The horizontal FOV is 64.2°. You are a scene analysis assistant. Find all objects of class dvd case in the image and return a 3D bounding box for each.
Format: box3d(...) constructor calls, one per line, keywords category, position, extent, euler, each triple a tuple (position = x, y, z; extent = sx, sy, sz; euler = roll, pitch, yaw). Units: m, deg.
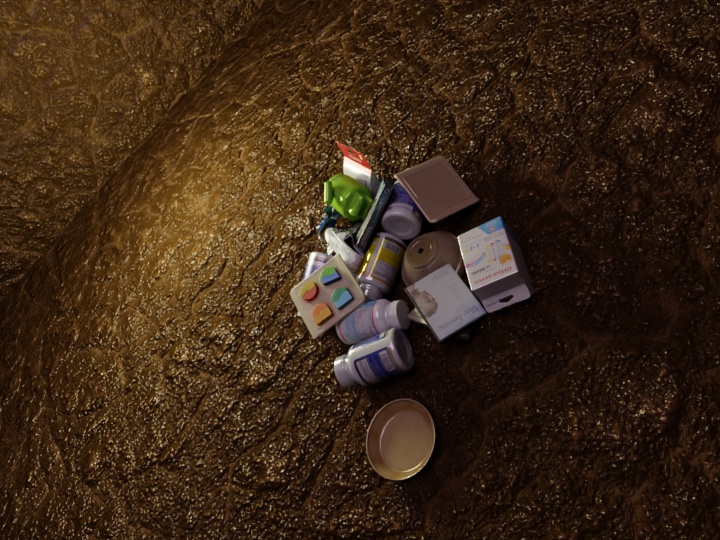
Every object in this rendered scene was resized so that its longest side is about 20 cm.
box3d(category="dvd case", position=(0.218, 0.082, 1.489), extent=(0.142, 0.018, 0.201), euler=(-30, 50, -1))

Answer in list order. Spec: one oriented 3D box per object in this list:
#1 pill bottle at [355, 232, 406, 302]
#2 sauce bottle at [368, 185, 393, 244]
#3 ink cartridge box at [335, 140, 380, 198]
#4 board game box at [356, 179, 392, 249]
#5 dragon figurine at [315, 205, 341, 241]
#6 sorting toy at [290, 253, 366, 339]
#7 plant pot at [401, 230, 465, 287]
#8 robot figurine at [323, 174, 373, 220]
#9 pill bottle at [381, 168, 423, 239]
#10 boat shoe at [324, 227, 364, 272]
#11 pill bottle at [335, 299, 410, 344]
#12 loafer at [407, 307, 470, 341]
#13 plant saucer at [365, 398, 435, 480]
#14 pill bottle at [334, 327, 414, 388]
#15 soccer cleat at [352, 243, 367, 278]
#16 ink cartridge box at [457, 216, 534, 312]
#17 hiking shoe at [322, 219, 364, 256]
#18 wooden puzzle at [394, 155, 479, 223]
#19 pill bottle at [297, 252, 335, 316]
box3d(category="pill bottle", position=(0.055, -0.003, 1.696), extent=(0.109, 0.109, 0.201), euler=(9, 70, 41))
box3d(category="sauce bottle", position=(0.074, -0.174, 1.817), extent=(0.064, 0.065, 0.201), euler=(4, 67, 39))
box3d(category="ink cartridge box", position=(-0.007, -0.315, 1.870), extent=(0.050, 0.200, 0.161), euler=(-47, 44, -7))
box3d(category="board game box", position=(0.040, -0.170, 1.717), extent=(0.135, 0.028, 0.201), euler=(-93, 27, -75))
box3d(category="dragon figurine", position=(-0.099, -0.175, 1.908), extent=(0.100, 0.059, 0.200), euler=(-61, -3, 29))
box3d(category="sorting toy", position=(-0.100, 0.070, 1.652), extent=(0.200, 0.036, 0.186), euler=(-40, 56, 9))
box3d(category="plant pot", position=(0.191, -0.035, 1.624), extent=(0.200, 0.093, 0.202), euler=(-20, 52, 28))
box3d(category="robot figurine", position=(-0.039, -0.237, 1.842), extent=(0.200, 0.175, 0.116), euler=(42, 112, 44))
box3d(category="pill bottle", position=(0.143, -0.206, 1.726), extent=(0.119, 0.120, 0.201), euler=(-7, 50, 35))
box3d(category="boat shoe", position=(-0.047, -0.080, 1.746), extent=(0.069, 0.072, 0.200), euler=(-54, 38, 21))
box3d(category="pill bottle", position=(0.036, 0.142, 1.624), extent=(0.199, 0.109, 0.110), euler=(-14, 56, 30))
box3d(category="loafer", position=(0.209, 0.130, 1.519), extent=(0.199, 0.075, 0.069), euler=(20, 83, 44))
box3d(category="plant saucer", position=(0.106, 0.426, 1.446), extent=(0.199, 0.035, 0.202), euler=(-19, 54, 27))
box3d(category="pill bottle", position=(0.033, 0.244, 1.555), extent=(0.199, 0.120, 0.120), euler=(-25, 51, 23))
box3d(category="soccer cleat", position=(0.000, 0.000, 1.781), extent=(0.076, 0.067, 0.201), euler=(12, 62, 8))
box3d(category="ink cartridge box", position=(0.347, -0.006, 1.461), extent=(0.128, 0.125, 0.201), euler=(-26, 50, 23))
box3d(category="hiking shoe", position=(-0.047, -0.115, 1.866), extent=(0.200, 0.076, 0.101), euler=(-38, 50, 14))
box3d(category="wooden puzzle", position=(0.220, -0.235, 1.667), extent=(0.184, 0.037, 0.200), euler=(-26, 65, -26))
box3d(category="pill bottle", position=(-0.125, 0.055, 1.775), extent=(0.119, 0.119, 0.202), euler=(10, 80, 41))
